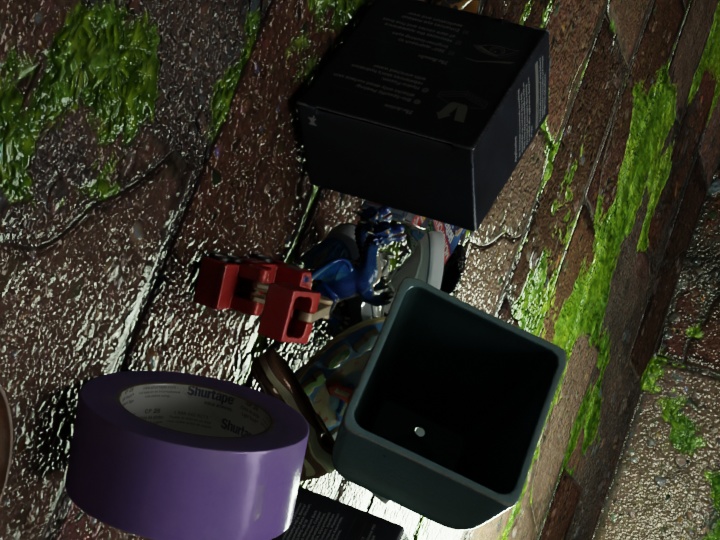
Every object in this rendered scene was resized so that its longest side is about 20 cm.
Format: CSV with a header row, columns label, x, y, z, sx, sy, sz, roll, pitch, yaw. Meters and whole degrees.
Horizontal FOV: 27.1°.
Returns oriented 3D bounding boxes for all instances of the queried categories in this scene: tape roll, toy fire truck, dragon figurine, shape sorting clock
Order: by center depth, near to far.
label,x,y,z,sx,sy,sz,roll,pitch,yaw
tape roll,-0.147,0.157,1.280,0.200,0.199,0.086,-14,119,-64
toy fire truck,-0.079,0.024,1.426,0.200,0.140,0.049,0,105,-66
dragon figurine,-0.031,0.005,1.579,0.100,0.199,0.059,56,17,-29
shape sorting clock,-0.015,0.137,1.708,0.199,0.039,0.201,-28,144,-22

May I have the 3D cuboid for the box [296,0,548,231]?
label,x,y,z,sx,sy,sz,roll,pitch,yaw
box,0.069,-0.169,1.552,0.200,0.196,0.118,-56,152,-36

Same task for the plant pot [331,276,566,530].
label,x,y,z,sx,sy,sz,roll,pitch,yaw
plant pot,0.077,0.165,1.613,0.200,0.195,0.197,117,-2,-58

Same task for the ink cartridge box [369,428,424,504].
label,x,y,z,sx,sy,sz,roll,pitch,yaw
ink cartridge box,0.083,0.214,1.942,0.147,0.086,0.200,-52,159,13

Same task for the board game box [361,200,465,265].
label,x,y,z,sx,sy,sz,roll,pitch,yaw
board game box,0.080,-0.105,1.801,0.200,0.061,0.201,-56,149,-30

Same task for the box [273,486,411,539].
label,x,y,z,sx,sy,sz,roll,pitch,yaw
box,-0.040,0.329,1.640,0.118,0.199,0.197,-63,156,-21

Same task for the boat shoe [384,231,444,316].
label,x,y,z,sx,sy,sz,roll,pitch,yaw
boat shoe,0.049,0.035,1.776,0.074,0.065,0.201,-96,-161,-52

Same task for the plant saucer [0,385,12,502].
label,x,y,z,sx,sy,sz,roll,pitch,yaw
plant saucer,-0.327,0.157,1.080,0.200,0.034,0.201,-47,145,-49

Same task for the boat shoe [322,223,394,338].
label,x,y,z,sx,sy,sz,roll,pitch,yaw
boat shoe,0.004,0.002,1.692,0.086,0.074,0.203,-57,155,-34

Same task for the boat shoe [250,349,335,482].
label,x,y,z,sx,sy,sz,roll,pitch,yaw
boat shoe,-0.082,0.167,1.598,0.074,0.075,0.203,-28,134,0

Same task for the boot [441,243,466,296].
label,x,y,z,sx,sy,sz,roll,pitch,yaw
boot,0.115,0.041,1.967,0.200,0.076,0.169,-21,128,-55

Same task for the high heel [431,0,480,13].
label,x,y,z,sx,sy,sz,roll,pitch,yaw
high heel,0.155,-0.313,1.741,0.072,0.142,0.201,-54,150,-38
